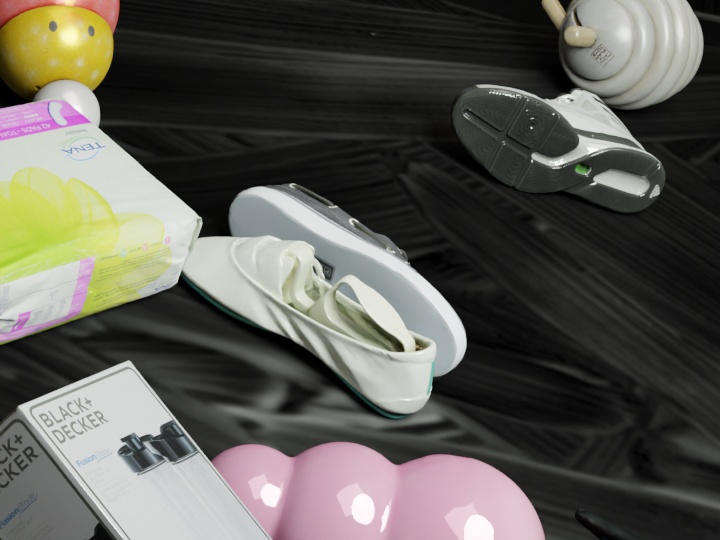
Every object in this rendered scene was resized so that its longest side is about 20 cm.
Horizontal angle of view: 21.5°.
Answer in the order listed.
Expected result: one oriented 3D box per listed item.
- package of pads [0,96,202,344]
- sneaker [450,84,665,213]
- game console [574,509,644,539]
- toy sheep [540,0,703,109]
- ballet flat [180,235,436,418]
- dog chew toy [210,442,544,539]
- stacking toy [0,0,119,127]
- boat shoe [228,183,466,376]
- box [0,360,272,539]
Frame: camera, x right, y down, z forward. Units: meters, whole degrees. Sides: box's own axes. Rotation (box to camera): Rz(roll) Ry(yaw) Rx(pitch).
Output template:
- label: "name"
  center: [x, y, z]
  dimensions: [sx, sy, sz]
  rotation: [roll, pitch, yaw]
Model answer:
- label: "package of pads"
  center: [-0.216, -0.033, 1.206]
  dimensions: [0.154, 0.068, 0.200]
  rotation: [40, 35, 23]
- label: "sneaker"
  center: [0.153, -0.117, 1.600]
  dimensions: [0.200, 0.076, 0.115]
  rotation: [21, 23, -23]
- label: "game console"
  center: [0.207, 0.242, 1.063]
  dimensions: [0.200, 0.116, 0.176]
  rotation: [41, 46, -43]
- label: "toy sheep"
  center: [0.239, -0.211, 1.725]
  dimensions: [0.200, 0.138, 0.138]
  rotation: [-8, 45, -48]
- label: "ballet flat"
  center: [-0.031, 0.019, 1.263]
  dimensions: [0.200, 0.069, 0.069]
  rotation: [34, 33, 13]
- label: "dog chew toy"
  center: [-0.003, 0.150, 1.048]
  dimensions: [0.200, 0.125, 0.125]
  rotation: [16, 32, -1]
- label: "stacking toy"
  center: [-0.221, -0.170, 1.377]
  dimensions: [0.146, 0.146, 0.200]
  rotation: [2, 56, -33]
- label: "boat shoe"
  center: [0.000, 0.000, 1.318]
  dimensions: [0.200, 0.070, 0.066]
  rotation: [31, 33, 23]
- label: "box"
  center: [-0.102, 0.149, 0.959]
  dimensions: [0.200, 0.060, 0.117]
  rotation: [51, 23, 9]
